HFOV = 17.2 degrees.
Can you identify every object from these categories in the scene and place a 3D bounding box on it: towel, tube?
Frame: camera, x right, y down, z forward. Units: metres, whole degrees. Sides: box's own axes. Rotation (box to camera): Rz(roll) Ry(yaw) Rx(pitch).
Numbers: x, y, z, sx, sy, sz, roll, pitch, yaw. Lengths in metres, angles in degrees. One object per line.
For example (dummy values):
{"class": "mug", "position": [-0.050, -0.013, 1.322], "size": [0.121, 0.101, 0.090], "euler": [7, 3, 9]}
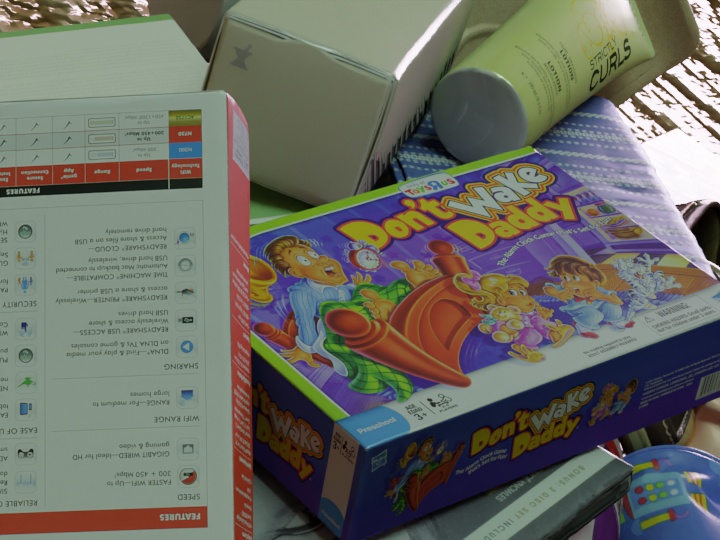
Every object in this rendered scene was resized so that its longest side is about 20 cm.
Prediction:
{"class": "towel", "position": [0.080, -0.035, 1.123], "size": [0.144, 0.024, 0.200], "euler": [5, 32, -16]}
{"class": "tube", "position": [0.098, -0.111, 1.175], "size": [0.052, 0.058, 0.200], "euler": [27, 33, 15]}

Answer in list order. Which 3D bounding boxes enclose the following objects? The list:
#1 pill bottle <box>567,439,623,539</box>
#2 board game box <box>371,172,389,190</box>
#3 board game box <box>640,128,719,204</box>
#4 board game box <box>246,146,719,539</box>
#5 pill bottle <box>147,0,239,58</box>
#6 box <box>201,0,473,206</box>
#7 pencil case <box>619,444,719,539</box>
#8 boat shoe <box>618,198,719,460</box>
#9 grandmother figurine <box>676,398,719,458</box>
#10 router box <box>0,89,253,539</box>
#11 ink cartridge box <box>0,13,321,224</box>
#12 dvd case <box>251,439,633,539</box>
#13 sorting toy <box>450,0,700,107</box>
{"class": "pill bottle", "position": [0.043, 0.130, 0.932], "size": [0.112, 0.113, 0.200], "euler": [24, 34, -5]}
{"class": "board game box", "position": [0.000, 0.000, 1.106], "size": [0.198, 0.043, 0.200], "euler": [16, 34, 5]}
{"class": "board game box", "position": [0.215, 0.002, 1.269], "size": [0.200, 0.035, 0.135], "euler": [37, 27, 18]}
{"class": "board game box", "position": [0.033, 0.022, 0.919], "size": [0.200, 0.045, 0.134], "euler": [-18, 42, -37]}
{"class": "pill bottle", "position": [-0.008, -0.150, 1.268], "size": [0.200, 0.111, 0.111], "euler": [-1, 43, -35]}
{"class": "box", "position": [-0.008, -0.096, 1.067], "size": [0.082, 0.069, 0.200], "euler": [22, 23, 7]}
{"class": "pencil case", "position": [0.147, 0.165, 0.988], "size": [0.087, 0.078, 0.200], "euler": [32, 28, -32]}
{"class": "boat shoe", "position": [0.149, 0.020, 1.118], "size": [0.200, 0.072, 0.072], "euler": [-70, 139, -63]}
{"class": "grandmother figurine", "position": [0.235, 0.110, 1.144], "size": [0.199, 0.061, 0.121], "euler": [22, 41, -4]}
{"class": "router box", "position": [-0.139, 0.033, 0.831], "size": [0.199, 0.049, 0.180], "euler": [-2, 78, 5]}
{"class": "ink cartridge box", "position": [-0.116, -0.048, 1.057], "size": [0.145, 0.048, 0.200], "euler": [-9, 36, -25]}
{"class": "dvd case", "position": [-0.018, 0.062, 0.902], "size": [0.200, 0.016, 0.149], "euler": [31, 40, 28]}
{"class": "sorting toy", "position": [0.071, -0.148, 1.239], "size": [0.200, 0.186, 0.036], "euler": [-34, 22, -23]}
